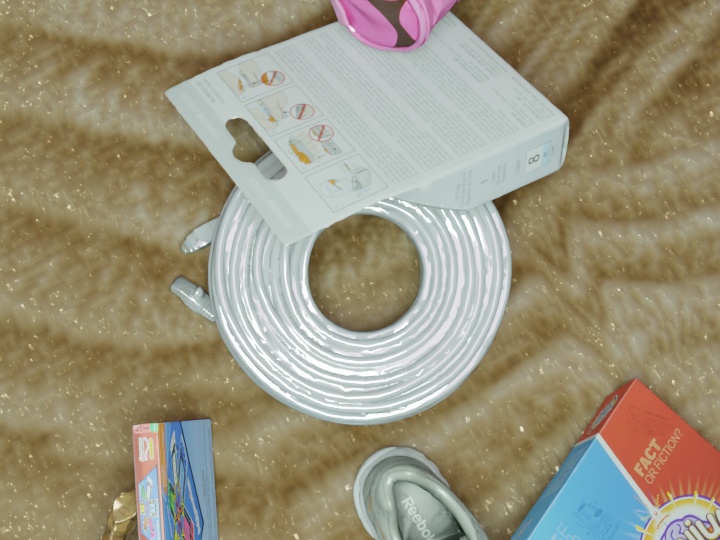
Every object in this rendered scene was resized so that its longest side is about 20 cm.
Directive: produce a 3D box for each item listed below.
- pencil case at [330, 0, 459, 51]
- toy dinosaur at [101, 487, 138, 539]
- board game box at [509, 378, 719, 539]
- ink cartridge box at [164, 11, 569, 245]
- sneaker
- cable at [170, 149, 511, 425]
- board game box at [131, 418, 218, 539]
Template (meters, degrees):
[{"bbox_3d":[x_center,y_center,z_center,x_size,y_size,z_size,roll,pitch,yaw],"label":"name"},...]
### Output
[{"bbox_3d":[0.053,-0.226,0.869,0.200,0.094,0.091,-52,131,-29],"label":"pencil case"},{"bbox_3d":[-0.154,0.233,0.833,0.060,0.106,0.201,-2,85,-4],"label":"toy dinosaur"},{"bbox_3d":[0.206,0.190,0.858,0.200,0.040,0.153,41,55,1],"label":"board game box"},{"bbox_3d":[0.003,-0.088,0.841,0.200,0.047,0.160,-25,52,-20],"label":"ink cartridge box"},{"bbox_3d":[0.067,0.201,0.855,0.076,0.092,0.200,-41,88,-5],"label":"sneaker"},{"bbox_3d":[0.000,0.000,0.883,0.200,0.069,0.200,45,84,2],"label":"cable"},{"bbox_3d":[-0.110,0.194,0.841,0.019,0.103,0.201,-5,84,10],"label":"board game box"}]
